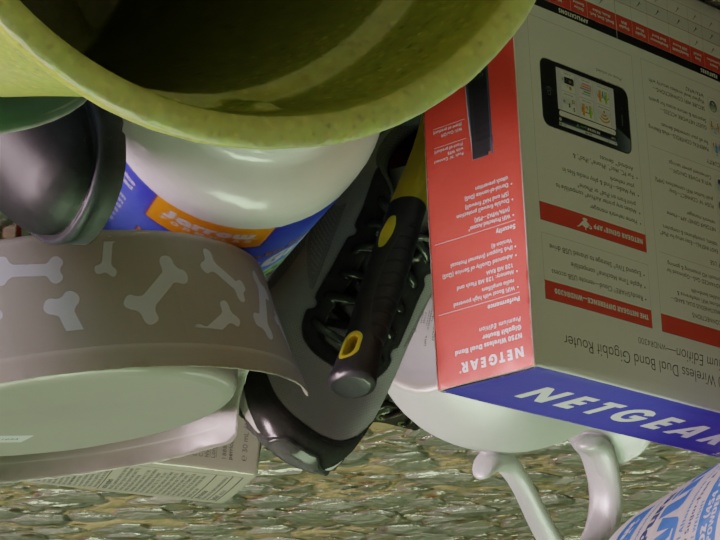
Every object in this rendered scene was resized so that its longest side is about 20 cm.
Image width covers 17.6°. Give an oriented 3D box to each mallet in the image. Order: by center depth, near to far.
[{"bbox_3d":[0.013,-0.028,0.922,0.066,0.200,0.041,-9,132,38],"label":"mallet"}]

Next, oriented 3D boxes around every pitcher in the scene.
[{"bbox_3d":[0.091,0.067,1.252,0.121,0.172,0.200,-2,167,37],"label":"pitcher"}]

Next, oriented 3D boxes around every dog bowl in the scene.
[{"bbox_3d":[-0.122,0.036,0.915,0.200,0.059,0.200,-8,165,-2],"label":"dog bowl"}]

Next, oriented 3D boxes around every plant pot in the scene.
[{"bbox_3d":[-0.074,-0.121,0.628,0.200,0.201,0.184,10,171,-33],"label":"plant pot"}]

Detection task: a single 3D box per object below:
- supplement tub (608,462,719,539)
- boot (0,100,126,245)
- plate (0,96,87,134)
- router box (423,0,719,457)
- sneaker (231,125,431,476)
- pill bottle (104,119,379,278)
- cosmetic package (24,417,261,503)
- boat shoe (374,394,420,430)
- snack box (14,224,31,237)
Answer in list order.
[{"bbox_3d":[0.175,0.136,0.942,0.132,0.132,0.200,3,161,-14],"label":"supplement tub"},{"bbox_3d":[-0.197,-0.072,0.791,0.200,0.165,0.066,6,122,-36],"label":"boot"},{"bbox_3d":[-0.178,-0.099,0.751,0.200,0.026,0.200,16,-157,-7],"label":"plate"},{"bbox_3d":[0.108,-0.027,0.930,0.049,0.180,0.200,-17,157,40],"label":"router box"},{"bbox_3d":[0.000,0.000,1.024,0.074,0.200,0.079,32,143,-14],"label":"sneaker"},{"bbox_3d":[-0.055,-0.060,0.925,0.112,0.112,0.200,3,163,-16],"label":"pill bottle"},{"bbox_3d":[-0.157,0.073,1.246,0.200,0.073,0.104,9,164,-13],"label":"cosmetic package"},{"bbox_3d":[0.030,0.055,1.313,0.073,0.065,0.200,-48,159,27],"label":"boat shoe"},{"bbox_3d":[-0.093,-0.001,1.216,0.142,0.053,0.200,-1,164,2],"label":"snack box"}]
